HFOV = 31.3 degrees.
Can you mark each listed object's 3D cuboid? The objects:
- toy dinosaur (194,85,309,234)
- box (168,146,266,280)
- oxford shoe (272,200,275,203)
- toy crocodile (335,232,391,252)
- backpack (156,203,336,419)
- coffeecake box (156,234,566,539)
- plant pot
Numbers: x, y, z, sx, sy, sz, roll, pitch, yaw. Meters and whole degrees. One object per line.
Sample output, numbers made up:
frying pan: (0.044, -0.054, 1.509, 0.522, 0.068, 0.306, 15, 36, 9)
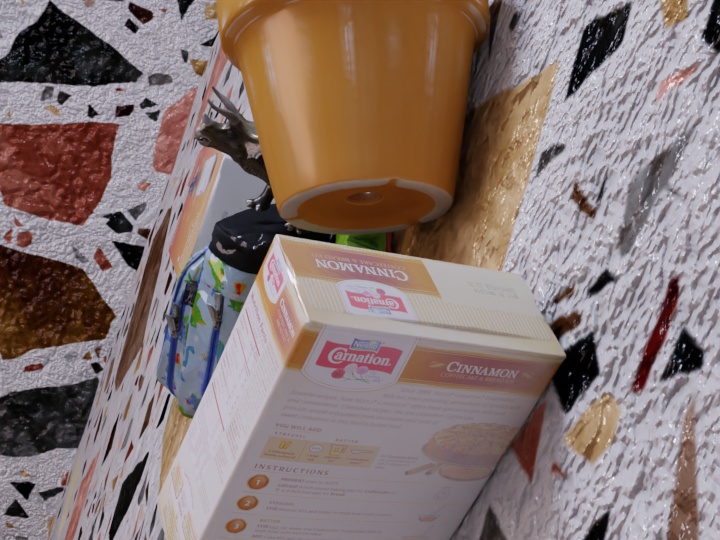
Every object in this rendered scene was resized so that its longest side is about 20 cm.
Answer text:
toy dinosaur: (-0.038, -0.094, 1.059, 0.077, 0.200, 0.102, 38, 126, 41)
box: (-0.142, -0.057, 1.469, 0.200, 0.106, 0.153, -139, 67, -73)
oxford shoe: (-0.093, -0.013, 1.349, 0.200, 0.058, 0.075, -57, 24, 6)
toy crocodile: (0.000, 0.000, 1.006, 0.200, 0.062, 0.068, -87, 20, -57)
backpack: (-0.097, 0.047, 1.127, 0.163, 0.153, 0.200, -30, -56, -63)
coffeecake box: (-0.006, 0.089, 0.707, 0.200, 0.153, 0.073, -63, 32, 31)
plant pot: (-0.001, -0.130, 0.929, 0.200, 0.200, 0.184, 141, 127, -64)
